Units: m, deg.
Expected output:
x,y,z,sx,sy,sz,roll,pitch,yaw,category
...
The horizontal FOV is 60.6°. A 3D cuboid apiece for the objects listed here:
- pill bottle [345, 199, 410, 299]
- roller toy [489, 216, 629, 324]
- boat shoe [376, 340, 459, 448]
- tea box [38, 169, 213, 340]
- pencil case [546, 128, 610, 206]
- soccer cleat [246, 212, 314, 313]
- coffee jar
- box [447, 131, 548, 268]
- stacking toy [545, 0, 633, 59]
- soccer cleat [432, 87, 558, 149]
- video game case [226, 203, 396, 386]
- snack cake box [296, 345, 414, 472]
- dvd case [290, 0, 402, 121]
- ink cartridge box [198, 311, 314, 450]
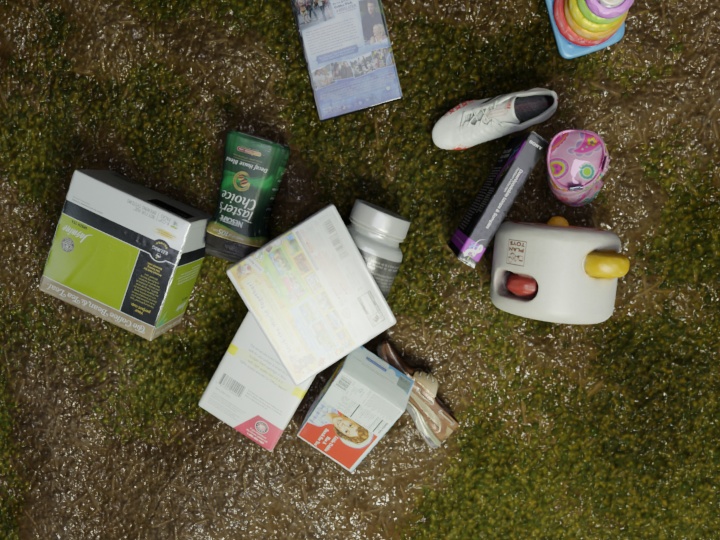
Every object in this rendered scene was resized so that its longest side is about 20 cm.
x,y,z,sx,sy,sz,roll,pitch,yaw,category
0.000,0.000,0.971,0.111,0.114,0.204,22,99,1,pill bottle
0.285,-0.007,0.909,0.177,0.200,0.144,5,98,10,roller toy
0.094,0.194,1.015,0.071,0.076,0.202,-32,103,4,boat shoe
-0.367,-0.029,0.987,0.196,0.134,0.201,24,98,1,tea box
0.310,-0.142,0.882,0.085,0.199,0.090,-1,88,18,pencil case
-0.104,-0.001,0.967,0.072,0.068,0.203,34,57,-13,soccer cleat
-0.183,-0.113,0.984,0.101,0.085,0.206,14,99,0,coffee jar
0.201,-0.108,0.925,0.035,0.143,0.203,28,100,-2,box
0.334,-0.379,0.847,0.107,0.200,0.119,-18,96,7,stacking toy
0.204,-0.234,0.936,0.194,0.085,0.071,-14,97,6,soccer cleat
-0.068,0.037,0.897,0.179,0.023,0.203,-31,105,-3,video game case
-0.011,0.222,0.981,0.113,0.068,0.202,32,130,-1,snack cake box
-0.023,-0.354,0.972,0.139,0.018,0.206,-13,97,7,dvd case
-0.150,0.162,1.013,0.143,0.083,0.203,32,100,0,ink cartridge box
